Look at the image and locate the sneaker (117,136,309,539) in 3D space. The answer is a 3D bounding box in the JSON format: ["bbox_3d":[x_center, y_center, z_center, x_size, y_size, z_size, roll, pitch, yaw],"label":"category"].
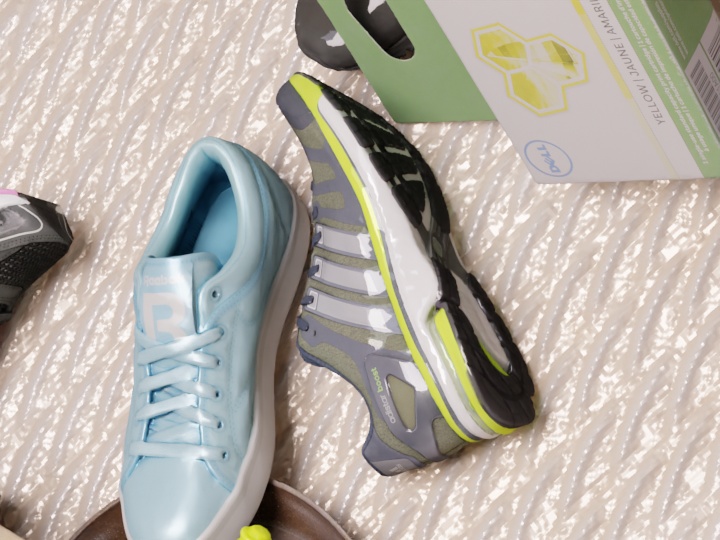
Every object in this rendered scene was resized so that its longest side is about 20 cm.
[{"bbox_3d":[-0.079,0.033,1.269,0.073,0.082,0.201,-7,59,27],"label":"sneaker"}]

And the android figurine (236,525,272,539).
[{"bbox_3d":[-0.075,0.199,1.178,0.201,0.041,0.182,-63,24,23],"label":"android figurine"}]

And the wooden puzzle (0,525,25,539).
[{"bbox_3d":[-0.189,0.189,1.175,0.199,0.046,0.186,26,72,32],"label":"wooden puzzle"}]

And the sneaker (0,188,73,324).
[{"bbox_3d":[-0.204,0.042,1.367,0.200,0.080,0.087,-39,66,26],"label":"sneaker"}]

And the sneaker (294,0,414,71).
[{"bbox_3d":[0.027,-0.183,1.294,0.076,0.091,0.201,35,94,29],"label":"sneaker"}]

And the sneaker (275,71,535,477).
[{"bbox_3d":[0.000,0.000,1.267,0.081,0.074,0.201,-34,61,19],"label":"sneaker"}]

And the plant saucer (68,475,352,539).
[{"bbox_3d":[-0.067,0.189,1.269,0.199,0.032,0.202,-8,71,25],"label":"plant saucer"}]

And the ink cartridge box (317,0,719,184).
[{"bbox_3d":[0.053,-0.101,1.204,0.199,0.146,0.048,-2,46,38],"label":"ink cartridge box"}]
